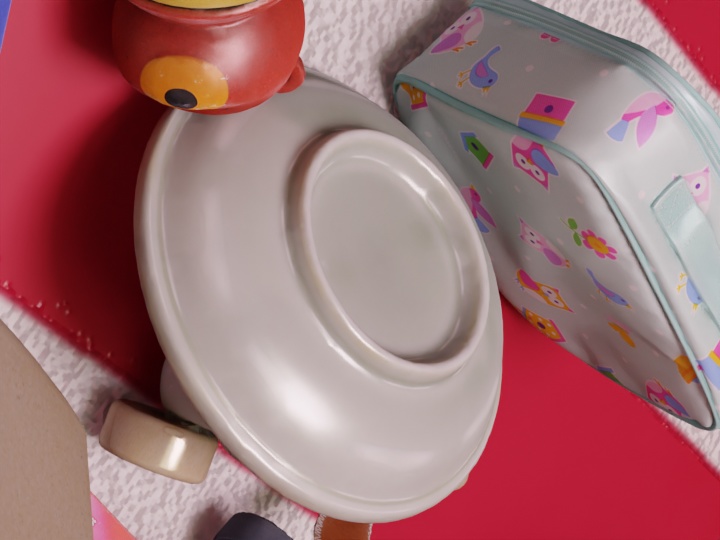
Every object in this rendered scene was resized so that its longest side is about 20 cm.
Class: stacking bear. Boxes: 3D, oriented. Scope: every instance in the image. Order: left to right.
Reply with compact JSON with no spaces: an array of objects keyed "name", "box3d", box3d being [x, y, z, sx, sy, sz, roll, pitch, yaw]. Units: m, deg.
[{"name":"stacking bear","box3d":[-0.057,-0.137,0.767,0.200,0.121,0.114,92,4,-50]}]

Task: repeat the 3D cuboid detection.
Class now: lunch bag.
[{"name":"lunch bag","box3d":[0.113,-0.024,0.942,0.077,0.160,0.200,-47,130,-15]}]

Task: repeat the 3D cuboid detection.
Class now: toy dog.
[{"name":"toy dog","box3d":[-0.012,0.064,0.915,0.199,0.096,0.133,-3,110,-40]}]

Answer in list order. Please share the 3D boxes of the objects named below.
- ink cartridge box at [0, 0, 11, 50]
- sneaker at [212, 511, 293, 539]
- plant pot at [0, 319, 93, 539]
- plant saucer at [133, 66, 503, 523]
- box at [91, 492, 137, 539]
[{"name":"ink cartridge box","box3d":[-0.173,-0.075,0.715,0.094,0.044,0.201,20,76,-44]},{"name":"sneaker","box3d":[-0.049,0.208,0.958,0.082,0.070,0.201,-32,125,-37]},{"name":"plant pot","box3d":[-0.183,0.104,0.646,0.177,0.199,0.201,26,54,-61]},{"name":"plant saucer","box3d":[0.000,0.000,0.855,0.200,0.050,0.201,24,54,-38]},{"name":"box","box3d":[-0.131,0.141,0.846,0.103,0.095,0.200,-48,132,-16]}]
